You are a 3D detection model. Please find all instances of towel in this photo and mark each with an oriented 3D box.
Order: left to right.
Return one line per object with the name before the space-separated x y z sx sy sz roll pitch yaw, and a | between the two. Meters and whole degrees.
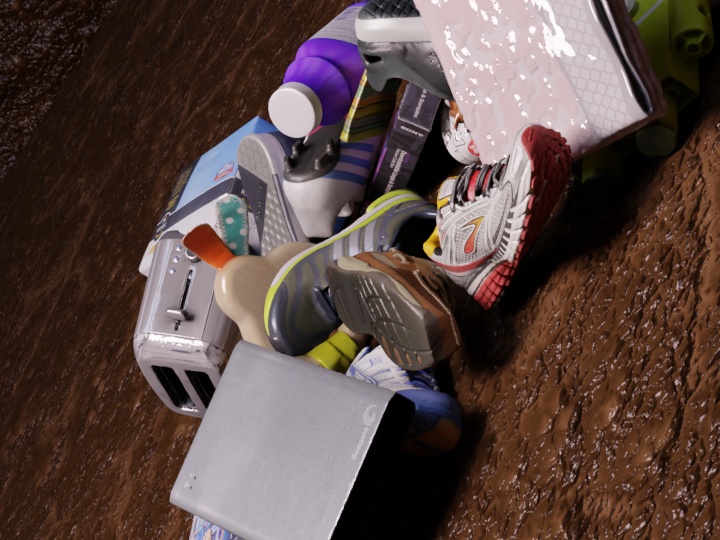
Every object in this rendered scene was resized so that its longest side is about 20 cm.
towel | 0.036 -0.206 1.564 0.086 0.018 0.202 -31 -34 -65
towel | 0.118 -0.171 1.295 0.032 0.202 0.190 -21 -2 -35

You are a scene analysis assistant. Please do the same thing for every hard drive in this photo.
hard drive | -0.053 0.139 1.345 0.199 0.033 0.141 14 78 51

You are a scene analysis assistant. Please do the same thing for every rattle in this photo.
rattle | -0.093 0.021 1.596 0.131 0.199 0.143 -62 20 -4

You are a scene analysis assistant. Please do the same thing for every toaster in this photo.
toaster | -0.148 0.061 1.753 0.201 0.112 0.130 72 -150 -59

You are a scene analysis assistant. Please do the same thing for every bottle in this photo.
bottle | -0.017 -0.181 1.626 0.200 0.083 0.066 -48 -35 -51

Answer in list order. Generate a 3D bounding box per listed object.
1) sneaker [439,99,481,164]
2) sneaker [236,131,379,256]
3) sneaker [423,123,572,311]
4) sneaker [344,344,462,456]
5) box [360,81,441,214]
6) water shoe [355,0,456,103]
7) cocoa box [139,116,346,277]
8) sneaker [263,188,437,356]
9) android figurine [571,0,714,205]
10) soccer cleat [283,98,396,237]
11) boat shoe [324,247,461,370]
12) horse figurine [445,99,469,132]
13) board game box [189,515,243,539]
sneaker | 0.122 -0.185 1.542 0.108 0.067 0.203 -31 38 49
sneaker | -0.031 -0.041 1.721 0.076 0.145 0.205 -5 97 47
sneaker | 0.093 -0.043 1.310 0.078 0.082 0.201 -54 -6 -32
sneaker | 0.026 0.092 1.397 0.200 0.075 0.089 -6 57 65
box | 0.051 -0.146 1.618 0.200 0.036 0.144 116 174 -65
water shoe | 0.093 -0.174 1.416 0.198 0.080 0.072 9 37 25
cocoa box | -0.115 -0.047 1.836 0.200 0.133 0.132 -26 39 58
sneaker | 0.000 0.000 1.519 0.200 0.074 0.081 -43 22 -21
android figurine | 0.199 -0.146 1.345 0.182 0.041 0.201 -43 28 41
soccer cleat | -0.018 -0.104 1.657 0.069 0.087 0.200 1 33 25
boat shoe | 0.036 0.019 1.395 0.073 0.076 0.200 -20 20 -16
horse figurine | 0.112 -0.229 1.472 0.200 0.050 0.133 -50 34 19
board game box | -0.081 0.182 1.487 0.200 0.061 0.202 135 149 -55
